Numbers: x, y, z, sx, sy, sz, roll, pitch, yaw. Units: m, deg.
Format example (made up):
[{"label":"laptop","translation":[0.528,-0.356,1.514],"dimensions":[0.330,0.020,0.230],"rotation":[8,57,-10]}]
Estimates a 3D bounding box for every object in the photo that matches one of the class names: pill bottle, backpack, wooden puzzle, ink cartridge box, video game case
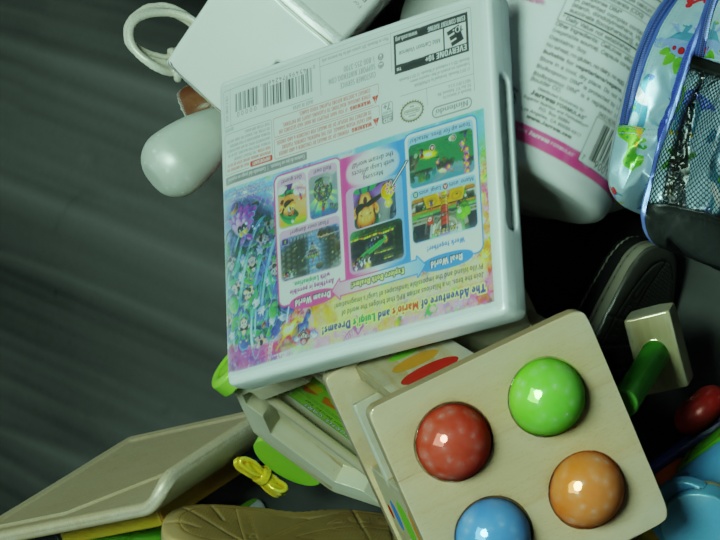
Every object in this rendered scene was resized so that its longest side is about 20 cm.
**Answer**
[{"label":"pill bottle","translation":[0.124,-0.138,1.620],"dimensions":[0.113,0.113,0.200],"rotation":[17,78,39]},{"label":"backpack","translation":[0.234,-0.091,1.561],"dimensions":[0.147,0.183,0.200],"rotation":[21,93,38]},{"label":"wooden puzzle","translation":[-0.140,0.136,1.847],"dimensions":[0.200,0.185,0.037],"rotation":[-20,96,38]},{"label":"ink cartridge box","translation":[-0.012,-0.190,1.735],"dimensions":[0.085,0.200,0.146],"rotation":[39,149,-3]},{"label":"video game case","translation":[0.003,-0.041,1.587],"dimensions":[0.200,0.024,0.182],"rotation":[-16,69,37]}]

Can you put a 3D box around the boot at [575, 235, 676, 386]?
[{"label":"boot","translation":[0.094,0.043,1.731],"dimensions":[0.151,0.073,0.200],"rotation":[38,116,36]}]

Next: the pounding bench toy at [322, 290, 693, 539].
[{"label":"pounding bench toy","translation":[0.105,0.079,1.551],"dimensions":[0.124,0.200,0.156],"rotation":[66,172,-10]}]

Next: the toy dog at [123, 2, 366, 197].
[{"label":"toy dog","translation":[-0.060,-0.103,1.819],"dimensions":[0.132,0.200,0.096],"rotation":[70,155,18]}]

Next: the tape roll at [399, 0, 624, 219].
[{"label":"tape roll","translation":[0.121,-0.129,1.698],"dimensions":[0.202,0.037,0.203],"rotation":[-3,75,13]}]

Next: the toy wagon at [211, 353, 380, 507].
[{"label":"toy wagon","translation":[-0.014,0.095,1.707],"dimensions":[0.200,0.155,0.040],"rotation":[-24,31,60]}]

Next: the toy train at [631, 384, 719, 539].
[{"label":"toy train","translation":[0.150,0.158,1.626],"dimensions":[0.200,0.116,0.085],"rotation":[-40,92,28]}]

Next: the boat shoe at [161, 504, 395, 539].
[{"label":"boat shoe","translation":[-0.026,0.190,1.762],"dimensions":[0.074,0.200,0.069],"rotation":[-95,14,-65]}]

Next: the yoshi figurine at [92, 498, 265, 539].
[{"label":"yoshi figurine","translation":[-0.129,0.202,1.872],"dimensions":[0.200,0.112,0.113],"rotation":[9,97,43]}]
